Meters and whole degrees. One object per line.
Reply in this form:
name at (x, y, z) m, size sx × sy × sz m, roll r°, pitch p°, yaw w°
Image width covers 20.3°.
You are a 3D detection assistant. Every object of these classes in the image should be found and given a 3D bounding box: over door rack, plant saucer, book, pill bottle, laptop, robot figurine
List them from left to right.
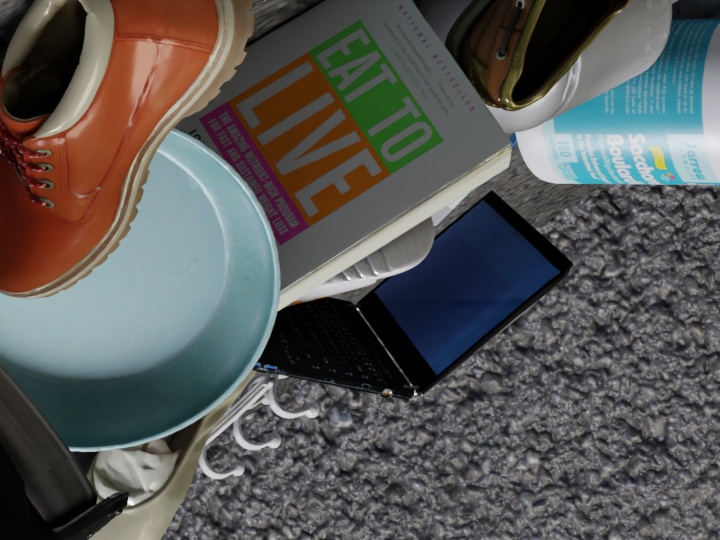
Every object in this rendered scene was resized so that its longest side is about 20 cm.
plant saucer at (-0.141, 0.001, 1.037) m, size 0.199 × 0.200 × 0.036 m, roll -34°, pitch -152°, yaw 11°
over door rack at (-0.065, 0.039, 1.479) m, size 0.066 × 0.201 × 0.148 m, roll 13°, pitch 151°, yaw -23°
book at (-0.034, -0.065, 1.122) m, size 0.199 × 0.134 × 0.048 m, roll -33°, pitch 168°, yaw -7°
laptop at (0.000, 0.000, 1.219) m, size 0.177 × 0.199 × 0.104 m, roll -128°, pitch -128°, yaw -70°
robot figurine at (0.114, -0.155, 1.242) m, size 0.200 × 0.113 × 0.170 m, roll -28°, pitch 160°, yaw -36°
pill bottle at (0.211, -0.112, 1.342) m, size 0.199 × 0.112 × 0.111 m, roll 2°, pitch -168°, yaw 30°

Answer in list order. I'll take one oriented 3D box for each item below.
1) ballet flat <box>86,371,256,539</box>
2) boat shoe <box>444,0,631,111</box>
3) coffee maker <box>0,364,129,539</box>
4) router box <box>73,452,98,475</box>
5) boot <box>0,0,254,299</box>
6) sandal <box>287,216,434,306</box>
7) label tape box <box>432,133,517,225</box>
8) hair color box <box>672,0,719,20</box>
ballet flat at (-0.127, 0.097, 1.258) m, size 0.201 × 0.069 × 0.069 m, roll -62°, pitch -172°, yaw -28°
boat shoe at (0.132, -0.173, 1.121) m, size 0.200 × 0.072 × 0.068 m, roll -56°, pitch -147°, yaw 7°
coffee maker at (-0.227, 0.067, 0.896) m, size 0.134 × 0.200 × 0.192 m, roll -36°, pitch 173°, yaw 19°
router box at (-0.189, 0.059, 1.260) m, size 0.052 × 0.158 × 0.200 m, roll 18°, pitch -154°, yaw 32°
boot at (-0.141, -0.060, 0.907) m, size 0.107 × 0.075 × 0.200 m, roll -17°, pitch 149°, yaw -55°
sandal at (-0.062, -0.015, 1.158) m, size 0.205 × 0.080 × 0.059 m, roll -11°, pitch 167°, yaw -6°
label tape box at (0.088, -0.110, 1.511) m, size 0.143 × 0.066 × 0.200 m, roll -48°, pitch 179°, yaw -26°
hair color box at (0.230, -0.223, 1.347) m, size 0.060 × 0.099 × 0.200 m, roll -32°, pitch 174°, yaw -14°
